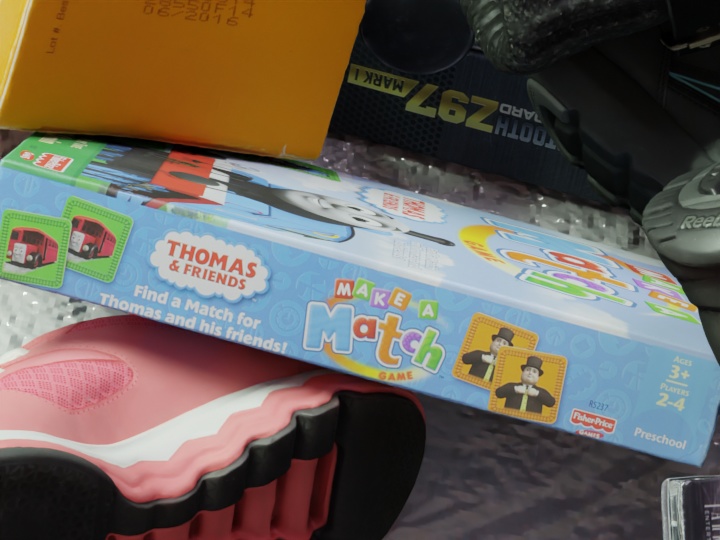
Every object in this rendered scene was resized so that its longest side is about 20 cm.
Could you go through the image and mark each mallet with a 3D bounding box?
[{"bbox_3d":[-0.016,-0.155,0.912,0.041,0.200,0.066,-21,25,21],"label":"mallet"}]

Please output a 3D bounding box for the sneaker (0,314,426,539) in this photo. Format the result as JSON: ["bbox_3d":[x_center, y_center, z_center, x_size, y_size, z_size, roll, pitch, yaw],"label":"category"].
[{"bbox_3d":[-0.082,0.054,0.794,0.199,0.074,0.087,-8,31,-37],"label":"sneaker"}]

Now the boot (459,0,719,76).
[{"bbox_3d":[0.111,-0.097,0.825,0.157,0.080,0.211,-5,6,-10],"label":"boot"}]

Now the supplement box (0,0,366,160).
[{"bbox_3d":[-0.108,-0.103,0.908,0.126,0.074,0.200,4,19,-43],"label":"supplement box"}]

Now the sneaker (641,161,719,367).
[{"bbox_3d":[0.136,-0.004,0.808,0.076,0.091,0.200,-13,12,32],"label":"sneaker"}]

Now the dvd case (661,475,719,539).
[{"bbox_3d":[0.171,0.121,0.736,0.199,0.150,0.016,-1,-5,-18],"label":"dvd case"}]

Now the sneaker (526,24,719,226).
[{"bbox_3d":[0.142,-0.019,0.901,0.079,0.075,0.200,-43,74,-9],"label":"sneaker"}]

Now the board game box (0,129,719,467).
[{"bbox_3d":[0.000,0.000,0.848,0.199,0.037,0.151,16,9,-2],"label":"board game box"}]

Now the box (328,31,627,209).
[{"bbox_3d":[0.059,-0.094,1.030,0.199,0.051,0.158,15,38,3],"label":"box"}]
